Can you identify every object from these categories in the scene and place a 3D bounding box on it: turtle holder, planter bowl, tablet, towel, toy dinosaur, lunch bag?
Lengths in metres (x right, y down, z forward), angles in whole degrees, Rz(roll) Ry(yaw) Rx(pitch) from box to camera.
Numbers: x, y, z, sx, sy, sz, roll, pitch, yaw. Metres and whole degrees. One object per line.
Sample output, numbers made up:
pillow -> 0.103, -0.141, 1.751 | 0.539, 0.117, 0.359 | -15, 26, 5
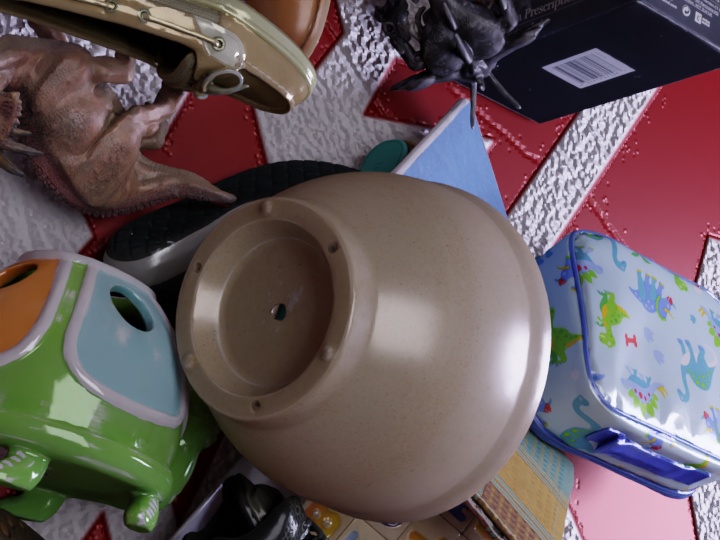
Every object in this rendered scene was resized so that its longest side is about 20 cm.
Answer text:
turtle holder -> -0.147, 0.070, 0.845 | 0.185, 0.141, 0.132 | 20, 70, -21
planter bowl -> -0.015, 0.032, 0.850 | 0.135, 0.200, 0.201 | 21, 69, -52
tablet -> 0.061, -0.028, 1.045 | 0.200, 0.014, 0.130 | -49, 124, -59
towel -> 0.082, 0.114, 1.000 | 0.147, 0.022, 0.200 | 49, 17, -3
toy dinosaur -> -0.171, -0.079, 0.894 | 0.200, 0.086, 0.136 | 46, 58, -27
lunch bag -> 0.197, 0.072, 1.126 | 0.200, 0.082, 0.161 | 24, 49, -35

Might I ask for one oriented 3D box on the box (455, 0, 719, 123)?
box -> 0.170, -0.224, 1.104 | 0.104, 0.200, 0.182 | 22, 69, -32

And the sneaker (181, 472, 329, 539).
sneaker -> -0.022, 0.176, 0.905 | 0.199, 0.076, 0.114 | 2, 88, -30

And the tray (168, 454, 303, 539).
tray -> -0.054, 0.151, 0.971 | 0.200, 0.022, 0.107 | -48, 125, -33

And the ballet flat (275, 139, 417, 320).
ballet flat -> 0.000, 0.000, 1.022 | 0.063, 0.069, 0.200 | 54, 56, -34

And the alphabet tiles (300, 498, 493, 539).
alphabet tiles -> 0.031, 0.204, 0.976 | 0.200, 0.006, 0.166 | 43, 84, -22

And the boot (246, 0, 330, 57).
boot -> -0.102, -0.225, 0.979 | 0.155, 0.074, 0.200 | 4, 68, -38

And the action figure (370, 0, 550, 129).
action figure -> 0.053, -0.200, 1.044 | 0.102, 0.119, 0.200 | -81, 148, -58

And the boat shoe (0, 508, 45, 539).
boat shoe -> -0.164, 0.214, 0.864 | 0.068, 0.072, 0.200 | -40, 119, 0

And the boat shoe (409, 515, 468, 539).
boat shoe -> 0.048, 0.169, 1.013 | 0.076, 0.060, 0.200 | -38, 114, -32

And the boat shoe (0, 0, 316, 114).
boat shoe -> -0.116, -0.130, 0.847 | 0.201, 0.073, 0.063 | 29, 71, -30

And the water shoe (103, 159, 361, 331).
water shoe -> -0.075, -0.012, 0.976 | 0.200, 0.071, 0.079 | -22, 119, -35
